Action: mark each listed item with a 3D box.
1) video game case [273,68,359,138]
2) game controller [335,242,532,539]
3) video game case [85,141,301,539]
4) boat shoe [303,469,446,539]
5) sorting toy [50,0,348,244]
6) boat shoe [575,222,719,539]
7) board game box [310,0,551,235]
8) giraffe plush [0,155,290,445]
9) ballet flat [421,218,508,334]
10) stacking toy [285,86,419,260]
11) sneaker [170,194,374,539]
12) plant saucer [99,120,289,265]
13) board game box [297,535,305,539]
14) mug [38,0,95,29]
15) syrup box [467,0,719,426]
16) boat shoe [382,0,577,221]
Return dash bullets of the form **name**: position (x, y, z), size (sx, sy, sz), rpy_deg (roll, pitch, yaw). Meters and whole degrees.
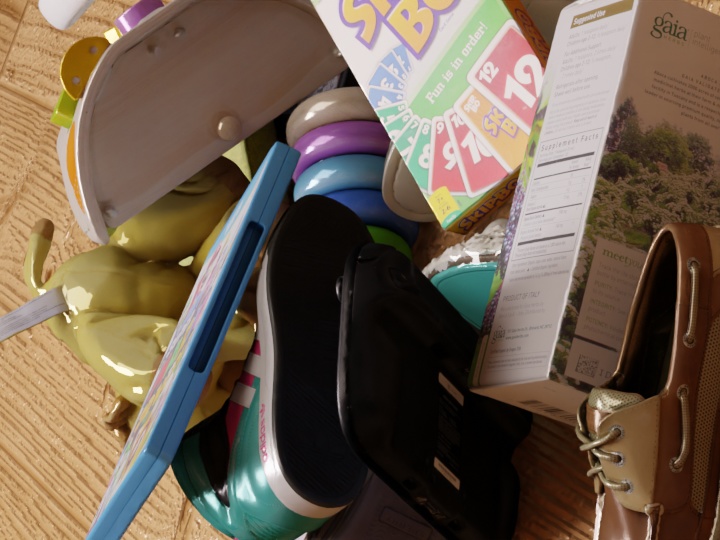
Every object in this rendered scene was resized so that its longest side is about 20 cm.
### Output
- **video game case**: position (-0.017, -0.184, 1.833), size (0.181, 0.025, 0.200), rpy_deg (4, 75, 65)
- **game controller**: position (0.034, 0.066, 1.355), size (0.042, 0.200, 0.104), rpy_deg (2, 67, 26)
- **video game case**: position (-0.090, 0.043, 1.506), size (0.200, 0.018, 0.143), rpy_deg (-68, 7, -31)
- **boat shoe**: position (0.006, 0.150, 1.479), size (0.200, 0.074, 0.073), rpy_deg (-59, 11, -2)
- **sorting toy**: position (-0.119, -0.115, 1.700), size (0.200, 0.107, 0.180), rpy_deg (-36, 11, -12)
- **boat shoe**: position (0.130, 0.072, 1.256), size (0.076, 0.074, 0.200), rpy_deg (4, 75, 66)
- **board game box**: position (0.038, -0.126, 1.489), size (0.096, 0.030, 0.200), rpy_deg (-40, 61, 22)
- **giraffe plush**: position (-0.107, 0.051, 1.702), size (0.200, 0.162, 0.173), rpy_deg (-17, 47, 11)
- **ballet flat**: position (0.060, 0.006, 1.470), size (0.200, 0.072, 0.072), rpy_deg (-27, 48, 56)
- **stacking toy**: position (0.000, 0.000, 1.605), size (0.085, 0.085, 0.200), rpy_deg (-37, 47, 51)
- **sneaker**: position (-0.045, 0.065, 1.486), size (0.121, 0.084, 0.200), rpy_deg (-44, 31, 43)
- **plant saucer**: position (-0.106, -0.050, 1.849), size (0.200, 0.048, 0.200), rpy_deg (-42, 51, 48)
- **board game box**: position (-0.051, 0.223, 1.587), size (0.200, 0.026, 0.200), rpy_deg (-45, 35, 44)
- **mug**: position (-0.125, -0.226, 1.751), size (0.200, 0.148, 0.175), rpy_deg (-48, 8, -18)
- **syrup box**: position (0.124, -0.028, 1.341), size (0.081, 0.079, 0.200), rpy_deg (-13, 60, 63)
- **boat shoe**: position (0.076, -0.116, 1.528), size (0.202, 0.072, 0.060), rpy_deg (-54, 27, 18)
